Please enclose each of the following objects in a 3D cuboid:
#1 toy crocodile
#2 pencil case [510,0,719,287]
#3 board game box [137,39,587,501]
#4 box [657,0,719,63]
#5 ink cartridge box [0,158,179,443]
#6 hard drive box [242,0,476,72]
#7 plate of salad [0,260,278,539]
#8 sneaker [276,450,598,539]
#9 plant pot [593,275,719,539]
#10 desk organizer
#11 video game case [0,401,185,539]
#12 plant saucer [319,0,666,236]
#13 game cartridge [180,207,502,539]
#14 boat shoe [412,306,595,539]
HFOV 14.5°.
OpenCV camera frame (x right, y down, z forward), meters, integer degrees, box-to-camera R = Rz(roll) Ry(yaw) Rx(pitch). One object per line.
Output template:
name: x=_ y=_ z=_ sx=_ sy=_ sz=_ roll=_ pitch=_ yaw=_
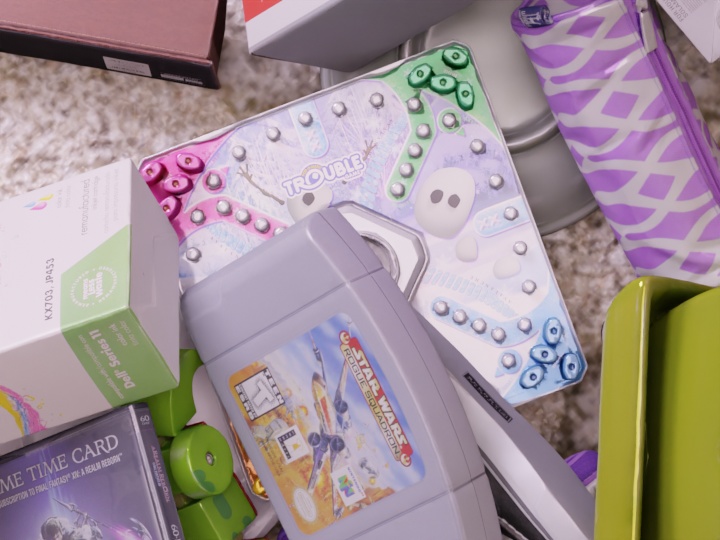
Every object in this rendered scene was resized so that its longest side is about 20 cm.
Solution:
toy crocodile: x=-0.080 y=0.138 z=1.525 sx=0.067 sy=0.062 sz=0.201 roll=-16 pitch=103 yaw=37
pencil case: x=0.156 y=-0.079 z=1.530 sx=0.084 sy=0.085 sz=0.201 roll=-50 pitch=121 yaw=-42
board game box: x=0.000 y=0.000 z=1.544 sx=0.199 sy=0.026 sz=0.201 roll=-20 pitch=89 yaw=1
box: x=0.209 y=-0.204 z=1.516 sx=0.117 sy=0.200 sz=0.060 roll=48 pitch=130 yaw=-2
ink cartridge box: x=-0.198 y=0.029 z=1.495 sx=0.199 sy=0.067 sz=0.118 roll=-18 pitch=43 yaw=13
hard drive box: x=0.019 y=-0.216 z=1.509 sx=0.076 sy=0.199 sz=0.157 roll=6 pitch=68 yaw=-40
plate of salad: x=-0.123 y=0.076 z=1.576 sx=0.198 sy=0.048 sz=0.202 roll=1 pitch=86 yaw=-9
sneaker: x=0.045 y=0.136 z=1.554 sx=0.199 sy=0.081 sz=0.084 roll=-19 pitch=76 yaw=-2
plant pot: x=0.229 y=0.095 z=1.439 sx=0.180 sy=0.199 sz=0.202 roll=0 pitch=85 yaw=29
desk organizer: x=-0.171 y=-0.162 z=1.583 sx=0.198 sy=0.072 sz=0.078 roll=10 pitch=83 yaw=2
video game case: x=-0.139 y=0.185 z=1.488 sx=0.142 sy=0.019 sz=0.201 roll=-22 pitch=79 yaw=37
plant saucer: x=0.075 y=-0.118 z=1.585 sx=0.198 sy=0.050 sz=0.202 roll=0 pitch=85 yaw=1
game cartridge: x=-0.008 y=0.076 z=1.473 sx=0.041 sy=0.133 sz=0.201 roll=-23 pitch=85 yaw=-42
boat shoe: x=0.062 y=0.101 z=1.496 sx=0.057 sy=0.069 sz=0.200 roll=-45 pitch=78 yaw=15
